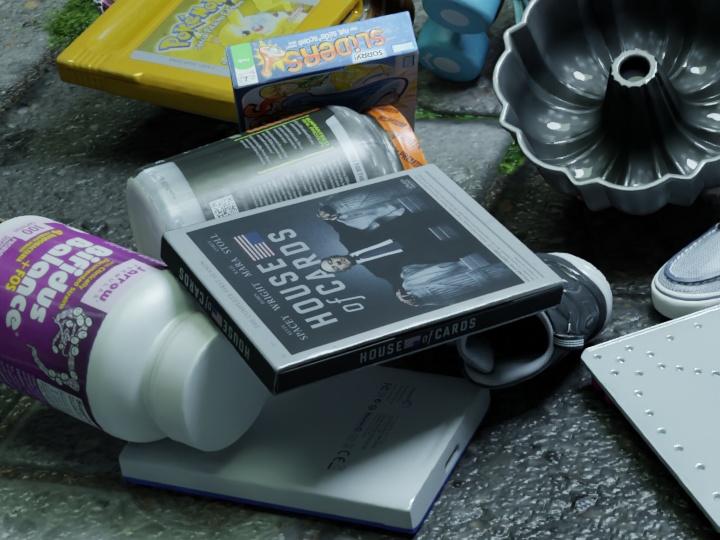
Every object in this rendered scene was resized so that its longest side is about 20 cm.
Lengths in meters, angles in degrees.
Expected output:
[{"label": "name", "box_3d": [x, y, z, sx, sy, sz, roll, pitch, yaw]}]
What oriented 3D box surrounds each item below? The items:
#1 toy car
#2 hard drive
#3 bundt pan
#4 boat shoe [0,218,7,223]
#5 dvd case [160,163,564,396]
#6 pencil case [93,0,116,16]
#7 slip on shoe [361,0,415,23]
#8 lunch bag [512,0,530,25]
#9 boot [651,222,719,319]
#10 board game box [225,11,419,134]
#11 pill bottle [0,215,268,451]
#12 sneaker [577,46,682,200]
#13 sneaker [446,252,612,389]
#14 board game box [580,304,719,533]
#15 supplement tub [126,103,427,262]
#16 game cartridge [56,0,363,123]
[{"label": "toy car", "box_3d": [0.040, -0.292, 1.533, 0.200, 0.177, 0.185, 19, 72, 4]}, {"label": "hard drive", "box_3d": [-0.034, 0.102, 1.151, 0.200, 0.025, 0.132, 7, 35, 24]}, {"label": "bundt pan", "box_3d": [0.199, -0.123, 1.292, 0.201, 0.076, 0.202, -7, 60, 12]}, {"label": "boat shoe", "box_3d": [-0.236, 0.016, 1.298, 0.076, 0.072, 0.200, -31, 37, -30]}, {"label": "dvd case", "box_3d": [0.000, 0.000, 1.104, 0.200, 0.025, 0.150, -15, 40, -28]}, {"label": "pencil case", "box_3d": [-0.174, -0.220, 1.650, 0.086, 0.083, 0.200, -41, 38, -3]}, {"label": "slip on shoe", "box_3d": [0.002, -0.186, 1.573, 0.061, 0.076, 0.200, -39, 27, 31]}, {"label": "lunch bag", "box_3d": [0.237, -0.233, 1.524, 0.200, 0.122, 0.170, 6, 37, 16]}, {"label": "boot", "box_3d": [0.275, -0.044, 1.238, 0.200, 0.091, 0.073, -28, 36, -27]}, {"label": "board game box", "box_3d": [-0.027, -0.123, 1.367, 0.135, 0.200, 0.035, -12, 71, -3]}, {"label": "pill bottle", "box_3d": [-0.155, 0.042, 1.143, 0.200, 0.112, 0.112, 19, 42, 34]}, {"label": "sneaker", "box_3d": [0.213, -0.122, 1.378, 0.081, 0.088, 0.200, 9, 41, 27]}, {"label": "sneaker", "box_3d": [0.058, 0.024, 1.180, 0.200, 0.076, 0.114, 4, 16, 15]}, {"label": "board game box", "box_3d": [0.264, 0.080, 1.106, 0.200, 0.026, 0.200, -17, 33, -11]}, {"label": "supplement tub", "box_3d": [-0.056, -0.044, 1.298, 0.200, 0.123, 0.123, -20, 33, -16]}, {"label": "game cartridge", "box_3d": [-0.124, -0.195, 1.512, 0.200, 0.032, 0.176, 15, 45, 22]}]
